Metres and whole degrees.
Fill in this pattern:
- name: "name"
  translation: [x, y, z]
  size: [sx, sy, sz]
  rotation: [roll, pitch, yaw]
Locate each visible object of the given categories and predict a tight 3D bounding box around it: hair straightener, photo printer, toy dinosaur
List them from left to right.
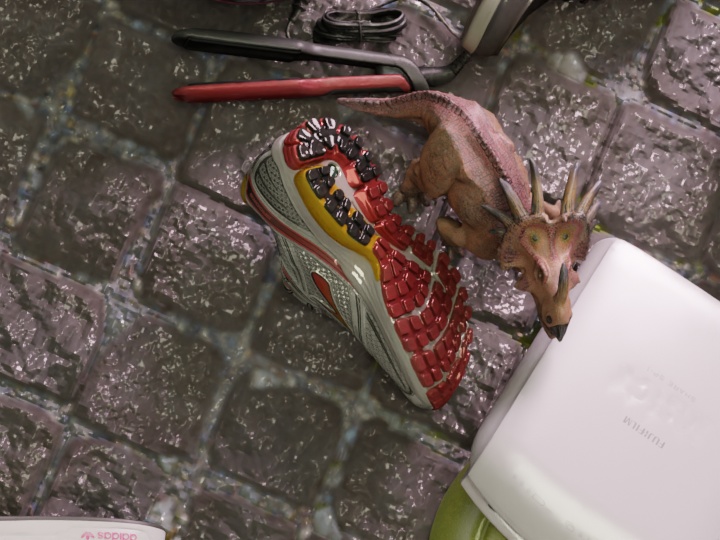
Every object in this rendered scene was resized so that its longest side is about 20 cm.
- name: "hair straightener"
  translation: [-0.022, -0.148, 1.342]
  size: [0.198, 0.041, 0.078]
  rotation: [-3, 86, -6]
- name: "toy dinosaur"
  translation: [0.077, -0.056, 1.297]
  size: [0.086, 0.136, 0.200]
  rotation: [-42, 89, -8]
- name: "photo printer"
  translation: [0.166, 0.102, 1.297]
  size: [0.166, 0.070, 0.201]
  rotation: [34, 65, 3]

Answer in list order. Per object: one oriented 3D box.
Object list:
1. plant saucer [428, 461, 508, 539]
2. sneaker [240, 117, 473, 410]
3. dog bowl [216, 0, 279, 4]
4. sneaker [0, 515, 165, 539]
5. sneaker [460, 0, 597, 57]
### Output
- name: "plant saucer"
  translation: [0.140, 0.191, 1.334]
  size: [0.198, 0.031, 0.202]
  rotation: [0, 85, -5]
- name: "sneaker"
  translation: [0.000, 0.000, 1.322]
  size: [0.201, 0.082, 0.078]
  rotation: [58, 44, -11]
- name: "dog bowl"
  translation: [-0.070, -0.255, 1.319]
  size: [0.198, 0.074, 0.202]
  rotation: [1, 76, -5]
- name: "sneaker"
  translation: [-0.217, 0.212, 1.274]
  size: [0.198, 0.084, 0.122]
  rotation: [1, 75, -7]
- name: "sneaker"
  translation: [0.155, -0.192, 1.343]
  size: [0.106, 0.075, 0.200]
  rotation: [40, 77, -2]
